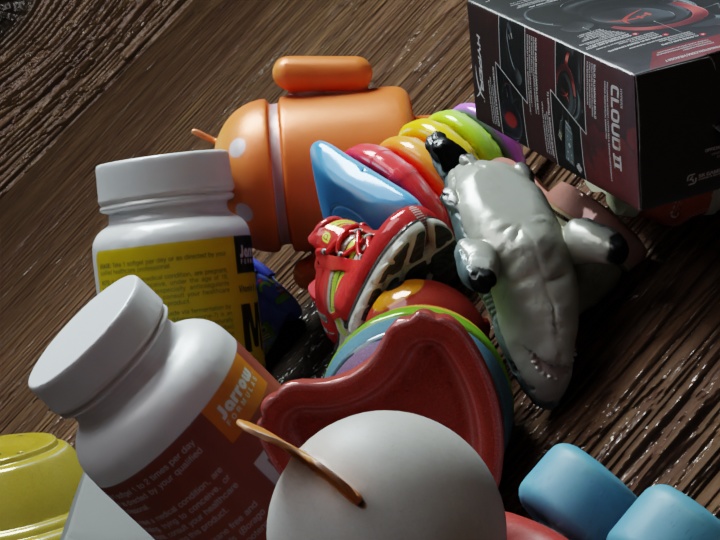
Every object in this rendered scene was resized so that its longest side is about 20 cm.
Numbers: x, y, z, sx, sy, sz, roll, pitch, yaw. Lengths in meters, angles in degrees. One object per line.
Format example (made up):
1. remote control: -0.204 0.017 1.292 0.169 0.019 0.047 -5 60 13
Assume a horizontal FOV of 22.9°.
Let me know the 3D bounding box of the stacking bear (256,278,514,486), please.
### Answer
1. stacking bear: 0.031 0.063 0.979 0.121 0.114 0.200 -30 9 14

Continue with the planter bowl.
1. planter bowl: -0.252 0.165 1.257 0.198 0.084 0.200 -8 6 1

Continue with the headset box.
1. headset box: 0.167 -0.104 0.945 0.147 0.076 0.200 -16 25 -20

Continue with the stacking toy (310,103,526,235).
1. stacking toy: 0.070 -0.076 1.225 0.200 0.110 0.116 -39 50 -23

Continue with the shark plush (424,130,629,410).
1. shark plush: 0.066 -0.014 1.002 0.090 0.084 0.200 -21 44 -22

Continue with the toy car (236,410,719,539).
1. toy car: 0.020 0.118 0.719 0.184 0.200 0.177 -46 17 -9

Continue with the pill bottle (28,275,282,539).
1. pill bottle: -0.086 0.101 0.996 0.112 0.200 0.112 -39 18 16

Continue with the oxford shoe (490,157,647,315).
1. oxford shoe: 0.098 -0.017 1.078 0.074 0.071 0.200 -51 17 -3

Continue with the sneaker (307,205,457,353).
1. sneaker: 0.000 0.000 1.118 0.077 0.085 0.200 -30 -11 -21

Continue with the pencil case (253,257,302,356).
1. pencil case: -0.127 0.076 1.350 0.200 0.078 0.087 -52 -10 -21

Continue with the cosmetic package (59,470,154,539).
1. cosmetic package: -0.145 0.190 1.066 0.200 0.089 0.108 -91 19 -62

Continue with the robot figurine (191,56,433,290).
1. robot figurine: -0.023 -0.072 1.312 0.198 0.145 0.117 -5 48 0

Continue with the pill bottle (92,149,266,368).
1. pill bottle: -0.127 0.022 1.242 0.113 0.202 0.114 -7 1 0

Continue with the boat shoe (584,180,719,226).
1. boat shoe: 0.171 -0.075 1.060 0.062 0.072 0.200 0 18 -3
